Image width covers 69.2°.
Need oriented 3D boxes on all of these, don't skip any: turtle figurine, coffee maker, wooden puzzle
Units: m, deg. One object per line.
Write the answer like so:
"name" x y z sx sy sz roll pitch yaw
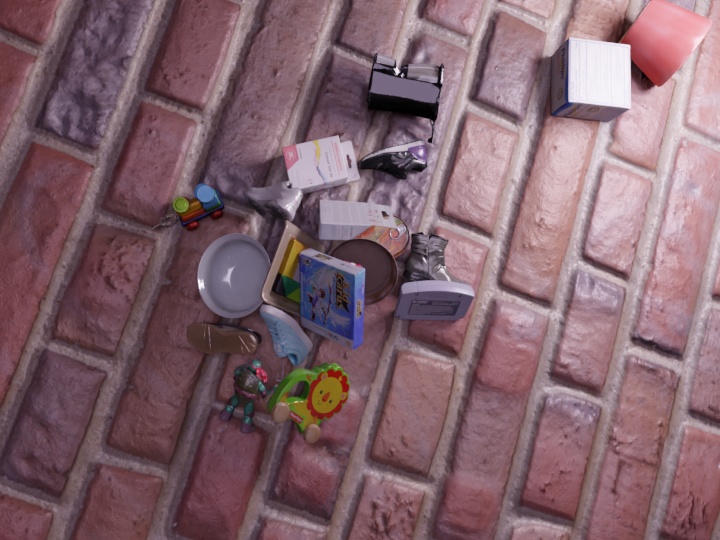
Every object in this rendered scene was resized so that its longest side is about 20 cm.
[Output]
"turtle figurine" -0.272 0.288 1.287 0.147 0.100 0.205 29 99 27
"coffee maker" 0.115 -0.468 1.393 0.192 0.135 0.199 8 69 1
"wooden puzzle" -0.160 0.002 1.306 0.036 0.184 0.207 10 79 30

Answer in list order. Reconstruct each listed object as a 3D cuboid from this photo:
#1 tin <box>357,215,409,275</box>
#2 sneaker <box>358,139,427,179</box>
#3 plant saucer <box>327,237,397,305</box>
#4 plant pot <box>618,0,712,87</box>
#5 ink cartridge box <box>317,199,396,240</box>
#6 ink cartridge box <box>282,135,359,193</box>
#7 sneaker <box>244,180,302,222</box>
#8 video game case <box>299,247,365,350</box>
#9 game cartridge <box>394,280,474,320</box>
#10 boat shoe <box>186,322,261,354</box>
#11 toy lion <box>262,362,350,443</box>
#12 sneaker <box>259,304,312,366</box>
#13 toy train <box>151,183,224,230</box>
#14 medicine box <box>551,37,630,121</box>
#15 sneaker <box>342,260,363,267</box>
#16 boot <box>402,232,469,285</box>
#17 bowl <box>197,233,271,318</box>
"tin" 0.042 -0.067 1.403 0.196 0.042 0.114 -32 93 -9
"sneaker" 0.093 -0.288 1.415 0.193 0.076 0.091 -16 92 -9
"plant saucer" 0.000 0.000 1.347 0.192 0.033 0.206 1 123 1
"plant pot" 0.862 -0.670 1.501 0.176 0.201 0.202 37 81 8
"ink cartridge box" -0.013 -0.128 1.342 0.192 0.161 0.049 4 117 -7
"ink cartridge box" -0.102 -0.283 1.389 0.193 0.067 0.121 -15 86 -8
"sneaker" -0.214 -0.186 1.330 0.196 0.079 0.100 20 63 38
"video game case" -0.072 0.069 1.276 0.177 0.045 0.207 19 120 32
"game cartridge" 0.192 0.080 1.363 0.192 0.136 0.042 2 47 -7
"boat shoe" -0.342 0.171 1.317 0.192 0.065 0.075 4 93 12
"toy lion" -0.118 0.310 1.294 0.194 0.068 0.200 -54 129 -11
"sneaker" -0.188 0.166 1.282 0.201 0.072 0.084 51 53 -36
"toy train" -0.446 -0.150 1.308 0.195 0.116 0.087 -26 87 -9
"medicine box" 0.659 -0.544 1.496 0.192 0.103 0.190 4 84 -6
"sneaker" -0.046 0.068 1.332 0.072 0.081 0.206 15 115 5
"boot" 0.215 -0.022 1.391 0.193 0.068 0.135 16 97 -4
"bowl" -0.303 0.017 1.313 0.193 0.090 0.210 -1 83 7
